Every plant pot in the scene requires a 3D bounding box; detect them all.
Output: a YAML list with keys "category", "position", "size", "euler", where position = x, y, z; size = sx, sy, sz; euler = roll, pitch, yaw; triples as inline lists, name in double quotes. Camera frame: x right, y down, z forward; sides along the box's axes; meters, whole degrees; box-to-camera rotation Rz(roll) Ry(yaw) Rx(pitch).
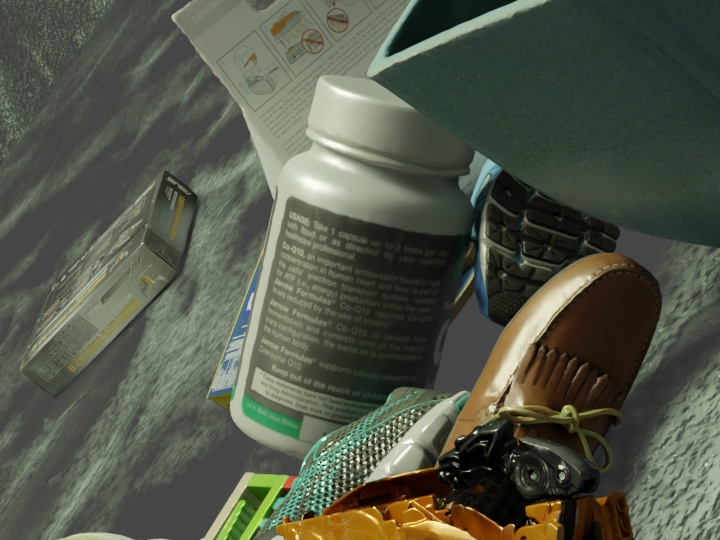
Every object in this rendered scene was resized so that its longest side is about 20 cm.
- category: "plant pot"
  position: [0.163, -0.119, 0.831]
  size: [0.197, 0.200, 0.195]
  euler: [-58, 19, -20]

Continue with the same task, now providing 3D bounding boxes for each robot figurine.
- category: "robot figurine"
  position: [0.046, 0.140, 0.766]
  size: [0.199, 0.058, 0.147]
  euler: [-17, 81, 46]

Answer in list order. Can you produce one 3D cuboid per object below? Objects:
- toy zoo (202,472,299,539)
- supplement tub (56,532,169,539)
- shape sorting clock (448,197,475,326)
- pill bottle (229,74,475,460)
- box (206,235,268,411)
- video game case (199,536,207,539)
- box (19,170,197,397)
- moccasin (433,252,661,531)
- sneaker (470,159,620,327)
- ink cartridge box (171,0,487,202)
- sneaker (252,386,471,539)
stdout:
- category: "toy zoo"
  position: [-0.036, 0.172, 0.996]
  size: [0.199, 0.020, 0.132]
  euler: [-6, 46, 52]
- category: "supplement tub"
  position: [-0.160, 0.210, 0.895]
  size: [0.145, 0.146, 0.199]
  euler: [-39, -20, 32]
- category: "shape sorting clock"
  position: [0.025, 0.002, 1.189]
  size: [0.200, 0.039, 0.200]
  euler: [-45, 19, 20]
- category: "pill bottle"
  position: [0.000, 0.000, 1.014]
  size: [0.113, 0.112, 0.202]
  euler: [-128, 50, -72]
- category: "box"
  position: [-0.023, 0.003, 1.146]
  size: [0.064, 0.070, 0.202]
  euler: [-13, 52, 55]
- category: "video game case"
  position: [-0.119, 0.244, 1.095]
  size: [0.182, 0.024, 0.201]
  euler: [-30, 27, 47]
- category: "box"
  position: [-0.249, 0.011, 1.811]
  size: [0.200, 0.048, 0.159]
  euler: [-44, 20, 22]
- category: "moccasin"
  position: [0.078, 0.083, 0.850]
  size: [0.202, 0.073, 0.078]
  euler: [-52, 21, 0]
- category: "sneaker"
  position: [0.099, -0.026, 1.048]
  size: [0.090, 0.078, 0.201]
  euler: [-61, 6, 38]
- category: "ink cartridge box"
  position: [-0.007, -0.112, 1.113]
  size: [0.161, 0.200, 0.050]
  euler: [-43, 8, -26]
- category: "sneaker"
  position: [-0.011, 0.129, 0.923]
  size: [0.199, 0.078, 0.091]
  euler: [-36, 24, -19]
